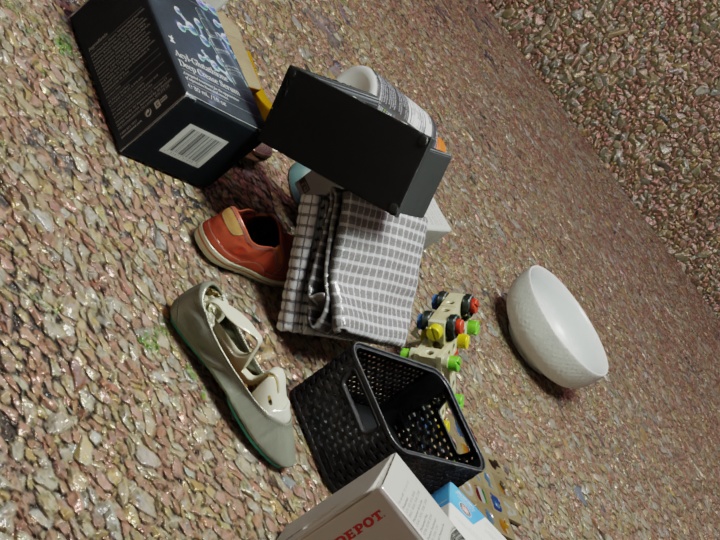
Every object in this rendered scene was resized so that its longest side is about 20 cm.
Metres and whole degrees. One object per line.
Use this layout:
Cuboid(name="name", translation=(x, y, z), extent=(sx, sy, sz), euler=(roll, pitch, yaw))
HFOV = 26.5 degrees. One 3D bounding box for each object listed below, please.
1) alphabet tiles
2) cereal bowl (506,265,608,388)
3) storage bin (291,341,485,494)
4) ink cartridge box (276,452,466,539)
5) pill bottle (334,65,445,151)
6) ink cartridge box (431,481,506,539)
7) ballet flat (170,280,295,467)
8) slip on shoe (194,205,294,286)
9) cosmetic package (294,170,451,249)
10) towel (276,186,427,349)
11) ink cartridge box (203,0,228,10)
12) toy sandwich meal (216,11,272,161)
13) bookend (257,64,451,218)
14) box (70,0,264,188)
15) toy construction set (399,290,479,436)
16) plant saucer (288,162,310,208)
Cuboid(name="alphabet tiles", translation=(0.126, 0.241, 1.858), extent=(0.200, 0.006, 0.167), euler=(32, 29, -44))
Cuboid(name="cereal bowl", translation=(0.284, 0.096, 2.306), extent=(0.200, 0.083, 0.201), euler=(43, 23, -24))
Cuboid(name="storage bin", translation=(0.032, 0.171, 1.643), extent=(0.199, 0.094, 0.136), euler=(21, 38, -54))
Cuboid(name="ink cartridge box", translation=(0.031, 0.289, 1.385), extent=(0.201, 0.146, 0.084), euler=(53, 21, -5))
Cuboid(name="pill bottle", translation=(0.041, -0.205, 2.224), extent=(0.200, 0.106, 0.107), euler=(33, 29, -44))
Cuboid(name="ink cartridge box", translation=(0.102, 0.330, 1.581), extent=(0.116, 0.068, 0.200), euler=(47, 22, -18))
Cuboid(name="ballet flat", translation=(-0.110, 0.099, 1.491), extent=(0.201, 0.064, 0.067), euler=(55, 21, 1))
Cuboid(name="slip on shoe", translation=(-0.106, -0.030, 1.704), extent=(0.200, 0.061, 0.074), euler=(18, 39, -59))
Cuboid(name="cosmetic package", translation=(0.017, -0.079, 1.932), extent=(0.199, 0.081, 0.114), euler=(0, 59, -60))
Cuboid(name="towel", translation=(0.000, 0.000, 1.727), extent=(0.200, 0.085, 0.167), euler=(14, 87, -60))
Cuboid(name="ink cartridge box", translation=(-0.182, -0.433, 1.968), extent=(0.147, 0.199, 0.083), euler=(50, 18, -9))
Cuboid(name="toy sandwich meal", translation=(-0.161, -0.227, 1.874), extent=(0.205, 0.070, 0.206), euler=(44, 23, -24))
Cuboid(name="bookend", translation=(0.025, -0.133, 1.705), extent=(0.199, 0.093, 0.198), euler=(30, 11, 28))
Cuboid(name="box", translation=(-0.212, -0.215, 1.699), extent=(0.148, 0.107, 0.201), euler=(21, 37, -54))
Cuboid(name="toy construction set", translation=(0.097, 0.101, 1.852), extent=(0.200, 0.091, 0.132), euler=(-76, 166, -67))
Cuboid(name="plant saucer", translation=(-0.017, -0.066, 1.996), extent=(0.200, 0.027, 0.201), euler=(43, 24, -24))
